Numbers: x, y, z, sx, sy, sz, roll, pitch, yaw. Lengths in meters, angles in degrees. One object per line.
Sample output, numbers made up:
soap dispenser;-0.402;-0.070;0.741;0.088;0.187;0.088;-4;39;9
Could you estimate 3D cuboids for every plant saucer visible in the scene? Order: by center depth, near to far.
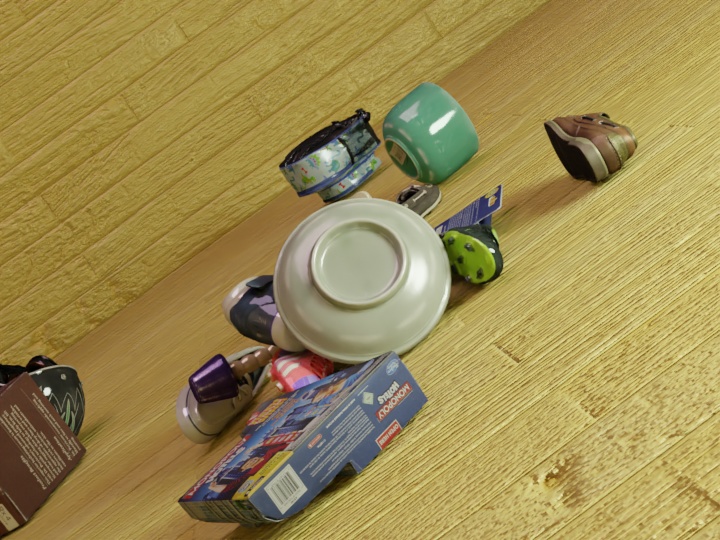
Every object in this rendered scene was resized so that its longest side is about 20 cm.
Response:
plant saucer;0.000;0.000;1.300;0.199;0.200;0.050;-38;-24;-14

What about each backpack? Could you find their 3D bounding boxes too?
backpack;-0.062;-0.235;2.623;0.199;0.148;0.182;-36;11;-27

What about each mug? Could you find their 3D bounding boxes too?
mug;0.115;-0.211;2.032;0.114;0.186;0.152;-40;36;-15

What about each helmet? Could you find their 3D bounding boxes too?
helmet;-0.560;0.235;2.016;0.189;0.202;0.200;25;50;31

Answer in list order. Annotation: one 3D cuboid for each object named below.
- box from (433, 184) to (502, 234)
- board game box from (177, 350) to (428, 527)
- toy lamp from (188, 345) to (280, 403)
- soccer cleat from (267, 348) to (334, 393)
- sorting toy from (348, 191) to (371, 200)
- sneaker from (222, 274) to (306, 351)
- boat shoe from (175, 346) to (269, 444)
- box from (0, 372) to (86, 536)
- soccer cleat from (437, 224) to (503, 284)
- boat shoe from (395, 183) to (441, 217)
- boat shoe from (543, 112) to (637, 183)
box;0.106;-0.034;1.540;0.199;0.033;0.121;-34;11;17
board game box;-0.066;0.170;1.117;0.200;0.062;0.199;-42;11;-31
toy lamp;-0.114;0.105;1.459;0.198;0.059;0.058;-24;7;-17
soccer cleat;-0.060;0.113;1.347;0.076;0.067;0.200;-31;8;-3
sorting toy;-0.052;0.008;1.707;0.180;0.107;0.200;-37;8;32
sneaker;-0.067;0.033;1.417;0.199;0.082;0.146;-16;26;-41
boat shoe;-0.169;0.146;1.507;0.065;0.074;0.200;-35;11;25
box;-0.560;0.295;1.825;0.163;0.167;0.200;-29;11;26
soccer cleat;0.129;-0.026;1.366;0.080;0.068;0.200;-24;8;-13
boat shoe;0.073;-0.102;1.873;0.066;0.057;0.200;-28;13;33
boat shoe;0.280;-0.153;1.448;0.068;0.072;0.200;-30;20;1
